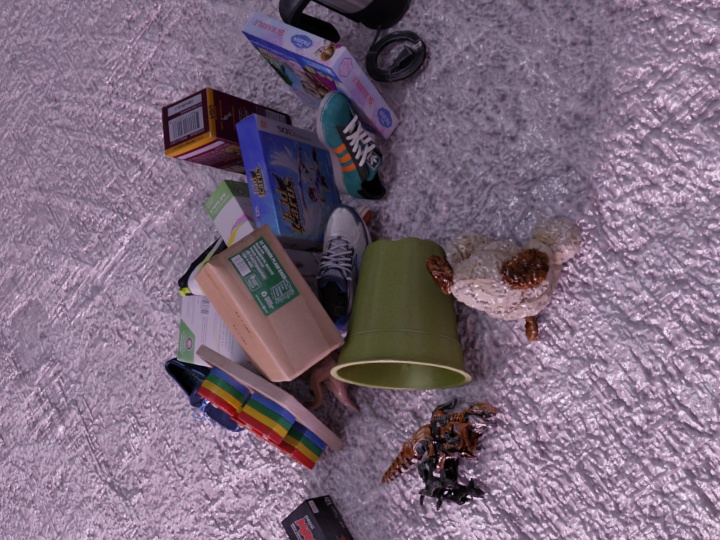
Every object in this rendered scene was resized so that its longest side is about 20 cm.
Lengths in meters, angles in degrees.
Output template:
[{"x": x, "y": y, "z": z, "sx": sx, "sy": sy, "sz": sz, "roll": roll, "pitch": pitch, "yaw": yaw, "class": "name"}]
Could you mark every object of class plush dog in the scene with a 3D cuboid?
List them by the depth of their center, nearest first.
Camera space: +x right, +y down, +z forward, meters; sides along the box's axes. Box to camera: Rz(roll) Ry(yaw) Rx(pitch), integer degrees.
[{"x": 0.185, "y": 0.014, "z": 1.220, "sx": 0.199, "sy": 0.171, "sz": 0.162, "roll": -9, "pitch": 81, "yaw": 35, "class": "plush dog"}]

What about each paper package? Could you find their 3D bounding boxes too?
[{"x": -0.133, "y": 0.053, "z": 1.311, "sx": 0.201, "sy": 0.103, "sz": 0.191, "roll": 57, "pitch": 162, "yaw": -3, "class": "paper package"}]

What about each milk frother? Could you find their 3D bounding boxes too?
[{"x": -0.002, "y": -0.401, "z": 1.385, "sx": 0.200, "sy": 0.188, "sz": 0.181, "roll": 38, "pitch": 109, "yaw": 32, "class": "milk frother"}]

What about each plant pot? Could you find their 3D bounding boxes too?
[{"x": 0.062, "y": 0.060, "z": 1.319, "sx": 0.199, "sy": 0.200, "sz": 0.191, "roll": -10, "pitch": 67, "yaw": 36, "class": "plant pot"}]

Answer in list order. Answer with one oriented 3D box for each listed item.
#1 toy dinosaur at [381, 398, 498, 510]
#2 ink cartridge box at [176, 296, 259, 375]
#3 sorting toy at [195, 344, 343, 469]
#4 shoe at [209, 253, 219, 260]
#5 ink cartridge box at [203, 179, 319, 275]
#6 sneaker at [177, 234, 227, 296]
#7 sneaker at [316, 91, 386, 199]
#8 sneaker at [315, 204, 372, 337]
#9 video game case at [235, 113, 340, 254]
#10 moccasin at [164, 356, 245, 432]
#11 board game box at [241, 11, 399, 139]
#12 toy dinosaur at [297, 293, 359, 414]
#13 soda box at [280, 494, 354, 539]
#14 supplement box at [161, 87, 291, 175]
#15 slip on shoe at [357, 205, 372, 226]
[{"x": 0.117, "y": 0.264, "z": 1.320, "sx": 0.200, "sy": 0.102, "sz": 0.136, "roll": -50, "pitch": 43, "yaw": 43, "class": "toy dinosaur"}, {"x": -0.209, "y": 0.094, "z": 1.562, "sx": 0.199, "sy": 0.087, "sz": 0.146, "roll": 5, "pitch": 90, "yaw": 39, "class": "ink cartridge box"}, {"x": -0.154, "y": 0.221, "z": 1.434, "sx": 0.198, "sy": 0.200, "sz": 0.070, "roll": 23, "pitch": 72, "yaw": 36, "class": "sorting toy"}, {"x": -0.181, "y": 0.062, "z": 1.436, "sx": 0.070, "sy": 0.053, "sz": 0.201, "roll": -31, "pitch": 80, "yaw": 30, "class": "shoe"}, {"x": -0.160, "y": -0.050, "z": 1.517, "sx": 0.067, "sy": 0.117, "sz": 0.201, "roll": -46, "pitch": 62, "yaw": 26, "class": "ink cartridge box"}, {"x": -0.249, "y": -0.015, "z": 1.534, "sx": 0.082, "sy": 0.200, "sz": 0.072, "roll": -13, "pitch": 109, "yaw": 19, "class": "sneaker"}, {"x": -0.006, "y": -0.185, "z": 1.390, "sx": 0.080, "sy": 0.200, "sz": 0.072, "roll": 20, "pitch": 60, "yaw": 29, "class": "sneaker"}, {"x": -0.028, "y": 0.002, "z": 1.360, "sx": 0.076, "sy": 0.085, "sz": 0.202, "roll": 2, "pitch": 89, "yaw": 12, "class": "sneaker"}, {"x": -0.102, "y": -0.130, "z": 1.441, "sx": 0.045, "sy": 0.181, "sz": 0.201, "roll": -22, "pitch": 74, "yaw": 32, "class": "video game case"}, {"x": -0.275, "y": 0.222, "z": 1.611, "sx": 0.199, "sy": 0.068, "sz": 0.081, "roll": 30, "pitch": 104, "yaw": 34, "class": "moccasin"}, {"x": -0.059, "y": -0.297, "z": 1.413, "sx": 0.199, "sy": 0.199, "sz": 0.041, "roll": 30, "pitch": 83, "yaw": 35, "class": "board game box"}, {"x": -0.063, "y": 0.134, "z": 1.456, "sx": 0.200, "sy": 0.086, "sz": 0.136, "roll": 44, "pitch": 105, "yaw": 25, "class": "toy dinosaur"}, {"x": -0.040, "y": 0.453, "z": 1.420, "sx": 0.071, "sy": 0.063, "sz": 0.200, "roll": -46, "pitch": 61, "yaw": 24, "class": "soda box"}, {"x": -0.216, "y": -0.225, "z": 1.522, "sx": 0.110, "sy": 0.199, "sz": 0.086, "roll": -14, "pitch": 77, "yaw": 35, "class": "supplement box"}, {"x": 0.000, "y": 0.000, "z": 1.433, "sx": 0.061, "sy": 0.074, "sz": 0.201, "roll": 7, "pitch": 85, "yaw": 6, "class": "slip on shoe"}]
